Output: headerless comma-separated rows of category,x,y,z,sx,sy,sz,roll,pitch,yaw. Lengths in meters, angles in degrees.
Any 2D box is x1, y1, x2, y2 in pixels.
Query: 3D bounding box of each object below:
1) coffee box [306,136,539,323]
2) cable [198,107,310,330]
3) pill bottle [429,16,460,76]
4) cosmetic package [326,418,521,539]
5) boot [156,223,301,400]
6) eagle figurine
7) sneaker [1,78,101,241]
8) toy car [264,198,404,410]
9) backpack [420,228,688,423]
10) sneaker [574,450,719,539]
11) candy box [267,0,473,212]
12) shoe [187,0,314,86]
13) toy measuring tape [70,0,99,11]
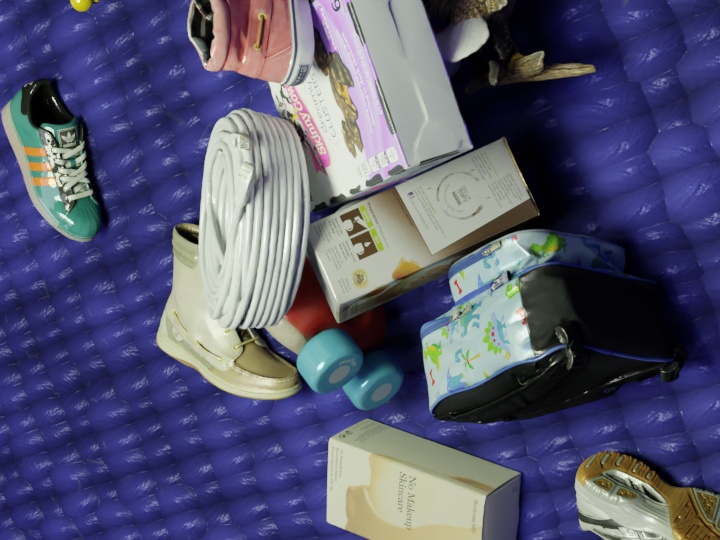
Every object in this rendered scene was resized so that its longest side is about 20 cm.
coffee box,0.054,-0.034,1.373,0.114,0.199,0.080,95,150,-80
cable,-0.102,-0.047,1.371,0.200,0.069,0.201,-124,38,-62
pill bottle,0.016,-0.264,1.402,0.112,0.112,0.201,-14,95,41
cosmetic package,0.063,0.236,1.551,0.199,0.071,0.106,14,112,35
boot,-0.141,0.044,1.658,0.199,0.072,0.156,25,116,32
eagle figurine,0.110,-0.259,1.313,0.151,0.150,0.202,-169,71,-80
sneaker,-0.357,-0.133,1.773,0.080,0.071,0.201,-38,78,44
toy car,0.000,0.000,1.501,0.200,0.177,0.185,-45,59,10
backpack,0.155,0.054,1.355,0.200,0.182,0.148,-32,60,44
sneaker,0.287,0.244,1.385,0.199,0.075,0.088,30,137,32
candy box,-0.003,-0.154,1.304,0.200,0.071,0.169,-21,89,64
shoe,-0.099,-0.247,1.273,0.072,0.090,0.201,128,140,-50
toy measuring tape,-0.304,-0.381,1.672,0.073,0.073,0.202,-15,72,41
